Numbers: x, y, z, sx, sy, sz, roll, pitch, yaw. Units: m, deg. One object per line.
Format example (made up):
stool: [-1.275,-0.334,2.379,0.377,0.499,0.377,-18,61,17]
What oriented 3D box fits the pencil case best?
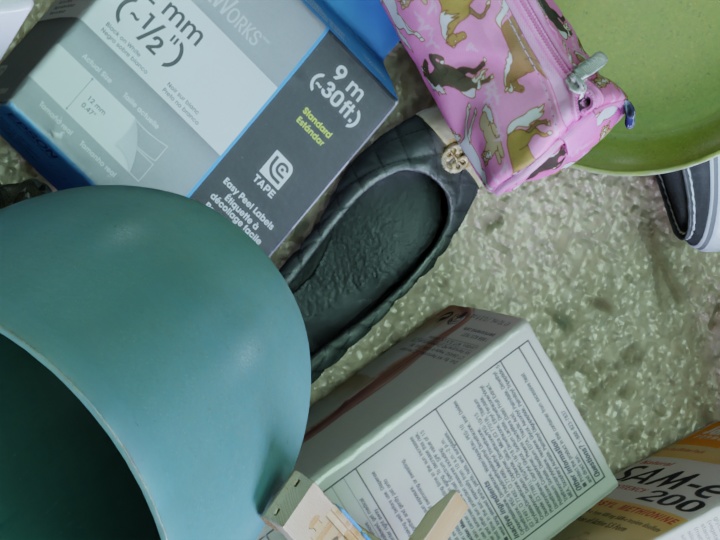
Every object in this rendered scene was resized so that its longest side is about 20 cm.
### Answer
pencil case: [0.048,-0.137,1.371,0.086,0.083,0.200,-32,84,23]

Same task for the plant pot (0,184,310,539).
plant pot: [-0.115,0.056,1.231,0.161,0.200,0.201,-43,110,-45]

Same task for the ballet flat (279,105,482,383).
ballet flat: [0.000,0.000,1.400,0.066,0.057,0.200,45,76,-20]

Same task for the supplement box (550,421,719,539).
supplement box: [0.136,0.149,1.429,0.200,0.126,0.074,-26,101,-21]

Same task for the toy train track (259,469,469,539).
toy train track: [-0.009,0.126,1.269,0.115,0.032,0.200,-55,154,-10]

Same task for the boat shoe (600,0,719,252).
boat shoe: [0.142,-0.105,1.452,0.066,0.070,0.201,-11,96,-15]

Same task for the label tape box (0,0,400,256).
label tape box: [-0.062,-0.102,1.364,0.143,0.066,0.200,45,76,-19]

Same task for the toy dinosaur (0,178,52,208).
toy dinosaur: [-0.216,-0.003,1.298,0.200,0.077,0.102,-35,92,-22]

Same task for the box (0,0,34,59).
box: [-0.222,-0.167,1.216,0.106,0.152,0.201,-10,77,-23]

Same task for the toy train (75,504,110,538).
toy train: [-0.199,0.113,1.314,0.200,0.085,0.116,-39,93,-17]

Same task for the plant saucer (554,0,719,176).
plant saucer: [0.132,-0.146,1.407,0.199,0.031,0.201,1,94,15]

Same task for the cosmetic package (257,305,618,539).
cosmetic package: [0.008,0.114,1.392,0.200,0.087,0.104,-34,108,-19]
